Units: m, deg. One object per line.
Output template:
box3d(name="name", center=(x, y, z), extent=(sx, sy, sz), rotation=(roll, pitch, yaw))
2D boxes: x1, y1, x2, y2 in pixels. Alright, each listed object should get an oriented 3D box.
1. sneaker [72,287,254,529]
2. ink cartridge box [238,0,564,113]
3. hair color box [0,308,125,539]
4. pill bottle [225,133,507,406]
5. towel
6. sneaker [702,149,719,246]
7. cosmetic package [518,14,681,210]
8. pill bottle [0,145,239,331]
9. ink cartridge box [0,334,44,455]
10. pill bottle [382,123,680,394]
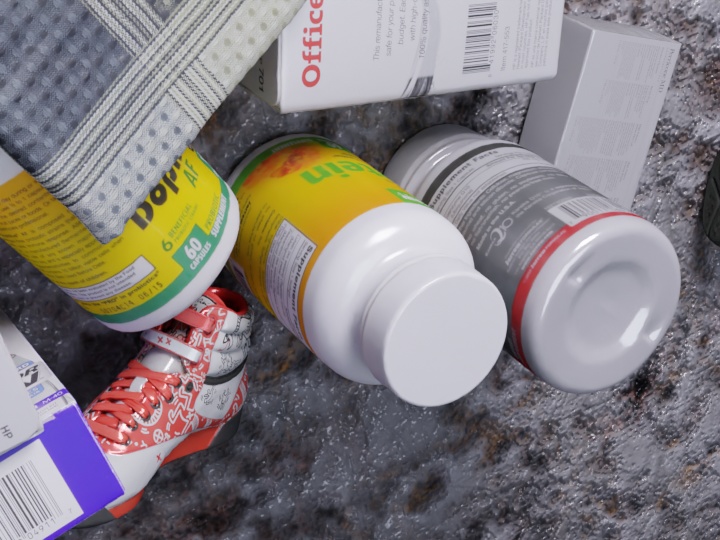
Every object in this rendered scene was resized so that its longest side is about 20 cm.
box3d(name="sneaker", center=(-0.132, 0.071, 0.909), extent=(0.201, 0.067, 0.109), rotation=(-27, 132, -58))
box3d(name="ink cartridge box", center=(0.023, -0.184, 0.907), extent=(0.199, 0.086, 0.147), rotation=(-9, 117, -26))
box3d(name="hair color box", center=(-0.211, 0.093, 0.822), extent=(0.109, 0.200, 0.065), rotation=(-32, 112, -15))
box3d(name="pill bottle", center=(0.000, 0.000, 0.910), extent=(0.111, 0.200, 0.112), rotation=(-14, 120, -26))
box3d(name="towel", center=(-0.127, -0.148, 0.753), extent=(0.200, 0.034, 0.193), rotation=(-52, 125, -14))
box3d(name="sneaker", center=(0.342, -0.096, 1.154), extent=(0.114, 0.076, 0.200), rotation=(24, 94, -31))
box3d(name="cosmetic package", center=(0.153, -0.074, 1.063), extent=(0.082, 0.051, 0.201), rotation=(4, 111, -31))
box3d(name="pill bottle", center=(-0.166, -0.064, 0.832), extent=(0.113, 0.113, 0.200), rotation=(-46, 127, -4))
box3d(name="ink cartridge box", center=(-0.243, 0.000, 0.755), extent=(0.084, 0.200, 0.145), rotation=(-28, 122, -13))
box3d(name="pill bottle", center=(0.099, -0.015, 0.964), extent=(0.113, 0.200, 0.115), rotation=(-14, 120, -26))
